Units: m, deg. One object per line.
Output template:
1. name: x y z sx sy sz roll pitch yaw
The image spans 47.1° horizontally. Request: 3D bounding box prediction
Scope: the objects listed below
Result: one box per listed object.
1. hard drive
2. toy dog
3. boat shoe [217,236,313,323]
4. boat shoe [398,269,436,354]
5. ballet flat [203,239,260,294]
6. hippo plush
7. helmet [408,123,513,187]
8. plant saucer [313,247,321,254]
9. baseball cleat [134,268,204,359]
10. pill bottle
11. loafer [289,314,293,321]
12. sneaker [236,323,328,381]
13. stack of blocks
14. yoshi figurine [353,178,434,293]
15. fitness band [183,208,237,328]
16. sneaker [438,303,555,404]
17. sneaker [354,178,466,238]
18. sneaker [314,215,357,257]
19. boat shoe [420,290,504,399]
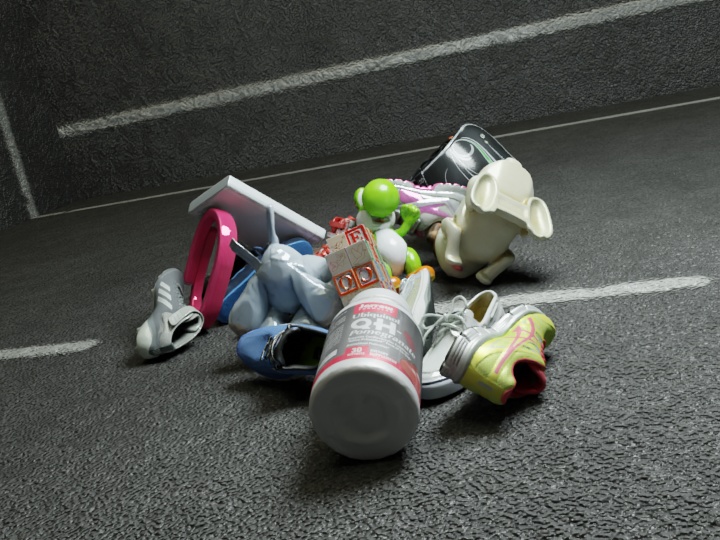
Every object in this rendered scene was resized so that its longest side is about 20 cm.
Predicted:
1. hard drive: -0.177 -0.083 1.412 0.131 0.199 0.027 -24 46 45
2. toy dog: 0.181 -0.071 1.301 0.138 0.200 0.195 17 49 -19
3. boat shoe: -0.175 0.002 1.397 0.199 0.085 0.069 -33 34 -13
4. boat shoe: 0.067 0.055 1.123 0.064 0.075 0.202 -5 23 10
5. ballet flat: -0.251 -0.015 1.559 0.200 0.057 0.066 -38 4 26
6. hippo plush: -0.099 0.037 1.193 0.159 0.201 0.161 -41 -11 12
7. helmet: 0.204 -0.149 1.528 0.200 0.191 0.200 -45 6 6
8. plant saucer: -0.120 -0.008 1.544 0.198 0.035 0.200 -12 8 2
9. baseball cleat: -0.293 0.066 1.332 0.105 0.070 0.201 -11 40 14
10. pill bottle: 0.012 0.099 0.882 0.110 0.112 0.200 -10 23 10
11. loafer: -0.102 0.035 1.309 0.199 0.073 0.073 -24 12 -21
12. sneaker: -0.085 0.094 1.028 0.199 0.079 0.089 -1 -22 38
13. stack of blocks: 0.000 0.000 1.153 0.058 0.116 0.200 -23 -3 5
14. yoshi figurine: 0.042 -0.062 1.302 0.112 0.201 0.112 -35 -27 25
15. fitness band: -0.252 -0.004 1.365 0.037 0.202 0.144 10 17 -27
16. sneaker: 0.169 0.100 0.897 0.090 0.079 0.199 35 31 28
17. sneaker: 0.086 -0.102 1.401 0.198 0.089 0.081 3 -8 7
18. sneaker: -0.054 -0.028 1.392 0.200 0.109 0.067 -19 16 -23
19. boat shoe: 0.115 0.073 0.977 0.074 0.087 0.201 -1 21 40
